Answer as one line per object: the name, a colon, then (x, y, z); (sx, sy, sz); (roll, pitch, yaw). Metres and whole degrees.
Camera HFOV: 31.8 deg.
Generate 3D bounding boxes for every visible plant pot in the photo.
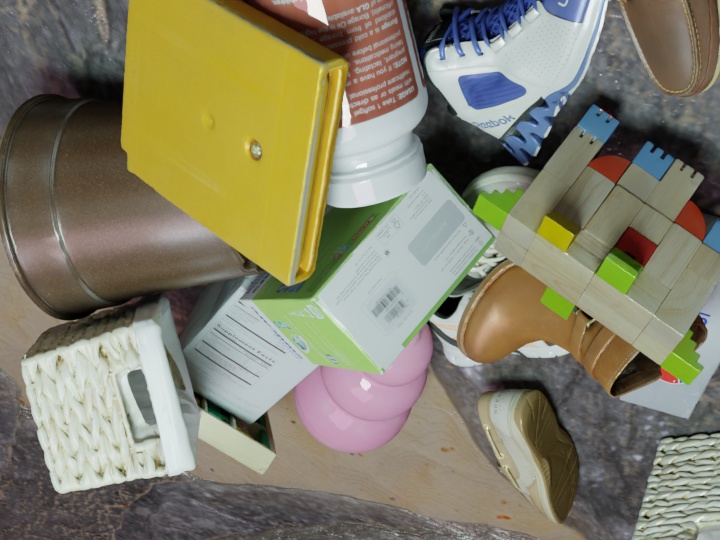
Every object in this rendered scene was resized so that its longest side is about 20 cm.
plant pot: (-0.177, -0.063, 1.099); (0.195, 0.202, 0.202); (-4, 136, 20)

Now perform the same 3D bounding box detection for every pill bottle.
pill bottle: (-0.014, -0.155, 0.918); (0.111, 0.112, 0.202); (-2, 116, 28)

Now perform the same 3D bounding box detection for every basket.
basket: (-0.218, 0.107, 1.125); (0.122, 0.200, 0.138); (-15, 97, -4)
basket: (0.389, 0.267, 1.221); (0.196, 0.162, 0.200); (-14, 130, 37)

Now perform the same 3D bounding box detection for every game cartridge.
game cartridge: (-0.099, -0.111, 0.913); (0.199, 0.032, 0.178); (35, 130, 31)

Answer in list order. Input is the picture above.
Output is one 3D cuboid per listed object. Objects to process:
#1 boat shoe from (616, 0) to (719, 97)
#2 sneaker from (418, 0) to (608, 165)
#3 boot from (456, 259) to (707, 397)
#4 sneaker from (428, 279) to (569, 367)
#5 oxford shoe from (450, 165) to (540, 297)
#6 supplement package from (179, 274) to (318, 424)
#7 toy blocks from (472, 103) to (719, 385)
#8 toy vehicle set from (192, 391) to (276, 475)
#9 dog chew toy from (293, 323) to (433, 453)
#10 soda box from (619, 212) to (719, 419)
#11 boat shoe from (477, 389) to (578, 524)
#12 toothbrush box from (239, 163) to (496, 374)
boat shoe: (0.178, -0.201, 0.803); (0.071, 0.067, 0.202); (6, 123, 47)
sneaker: (0.105, -0.164, 0.919); (0.114, 0.081, 0.200); (21, 144, -2)
boot: (0.176, 0.050, 1.021); (0.199, 0.156, 0.077); (-35, 134, 13)
sneaker: (0.137, 0.035, 1.144); (0.198, 0.074, 0.080); (-17, 126, 39)
oxford shoe: (0.108, -0.029, 1.066); (0.074, 0.059, 0.200); (15, 154, -12)
supplement package: (-0.093, 0.047, 1.236); (0.109, 0.115, 0.200); (32, 142, -13)
toy blocks: (0.200, -0.033, 0.939); (0.199, 0.137, 0.100); (36, 153, 11)
toy vehicle set: (-0.154, 0.141, 1.341); (0.123, 0.027, 0.200); (33, -174, -14)
dog chew toy: (0.010, 0.097, 1.231); (0.123, 0.126, 0.200); (27, 145, -7)
soda box: (0.282, 0.042, 1.087); (0.067, 0.064, 0.201); (15, 142, 6)
boat shoe: (0.174, 0.188, 1.315); (0.068, 0.074, 0.201); (9, 140, 35)
toothbrush box: (0.000, 0.000, 1.044); (0.086, 0.146, 0.200); (46, 163, -15)
